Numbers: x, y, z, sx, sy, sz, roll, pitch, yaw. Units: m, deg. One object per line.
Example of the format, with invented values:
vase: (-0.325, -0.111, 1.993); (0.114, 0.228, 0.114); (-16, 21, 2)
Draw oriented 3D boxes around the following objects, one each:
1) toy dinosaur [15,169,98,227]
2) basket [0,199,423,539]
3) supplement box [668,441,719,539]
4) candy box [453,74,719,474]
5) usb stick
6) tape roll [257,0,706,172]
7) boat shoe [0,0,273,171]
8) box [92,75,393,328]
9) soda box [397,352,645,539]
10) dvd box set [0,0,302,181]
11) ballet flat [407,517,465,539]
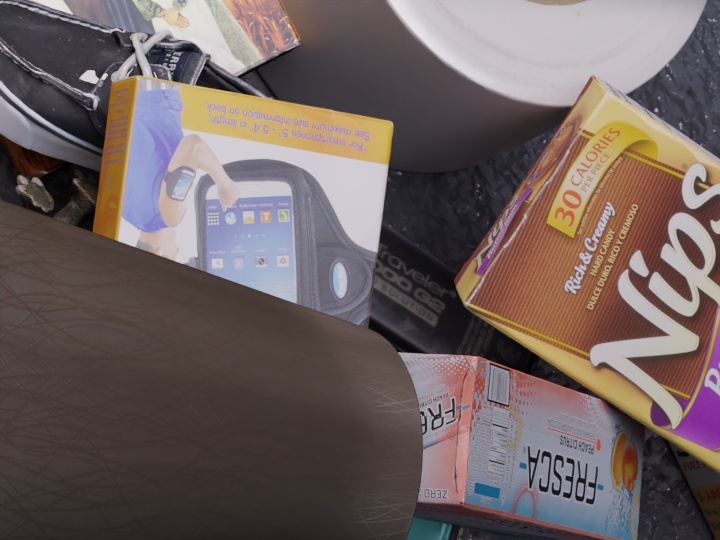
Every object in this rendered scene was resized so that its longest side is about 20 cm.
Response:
toy dinosaur: (-0.146, 0.021, 1.259); (0.200, 0.102, 0.077); (53, 23, -3)
basket: (-0.088, 0.067, 1.100); (0.199, 0.136, 0.181); (10, 103, -33)
supplement box: (0.221, 0.092, 1.415); (0.073, 0.126, 0.201); (-27, 91, -27)
candy box: (0.155, 0.016, 1.299); (0.199, 0.056, 0.117); (32, 98, -8)
usb stick: (0.000, 0.000, 1.376); (0.199, 0.033, 0.056); (33, 59, -17)
tape roll: (0.052, -0.159, 1.377); (0.202, 0.139, 0.204); (6, 76, -27)
boat shoe: (-0.091, -0.074, 1.259); (0.199, 0.068, 0.072); (32, 45, -11)
box: (-0.057, 0.027, 1.213); (0.118, 0.041, 0.201); (9, 83, -22)
soda box: (0.058, 0.080, 1.259); (0.200, 0.068, 0.064); (22, 72, -61)
dvd box set: (-0.134, -0.159, 1.318); (0.146, 0.029, 0.201); (-27, 92, -10)
ballet flat: (0.011, 0.151, 1.327); (0.067, 0.075, 0.201); (6, 73, 5)
